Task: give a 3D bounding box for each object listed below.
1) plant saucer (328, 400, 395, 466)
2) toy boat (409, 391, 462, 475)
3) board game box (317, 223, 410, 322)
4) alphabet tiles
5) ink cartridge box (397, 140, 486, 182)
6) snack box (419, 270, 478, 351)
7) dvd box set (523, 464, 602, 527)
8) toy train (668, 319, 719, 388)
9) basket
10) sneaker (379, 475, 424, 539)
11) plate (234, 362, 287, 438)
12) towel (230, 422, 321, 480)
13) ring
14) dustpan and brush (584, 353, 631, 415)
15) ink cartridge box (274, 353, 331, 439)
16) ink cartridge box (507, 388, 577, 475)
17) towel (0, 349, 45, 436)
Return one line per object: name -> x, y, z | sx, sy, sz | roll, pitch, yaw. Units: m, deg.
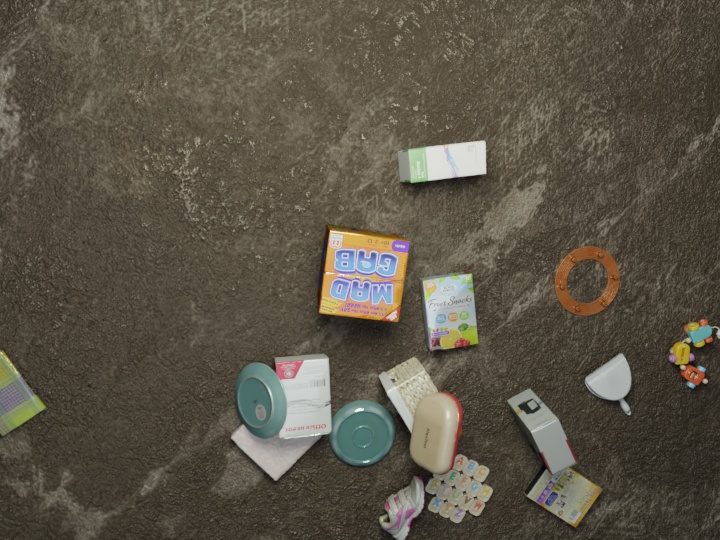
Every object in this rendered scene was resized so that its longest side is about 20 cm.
plant saucer -> 0.006, 0.472, 1.550 | 0.197, 0.027, 0.203 | -1, 100, -7
toy boat -> 0.214, 0.415, 1.402 | 0.130, 0.130, 0.203 | 3, 98, -44
board game box -> 0.000, 0.000, 1.384 | 0.197, 0.200, 0.203 | 7, 98, -7
alphabet tiles -> 0.294, 0.655, 1.619 | 0.198, 0.015, 0.197 | 28, 95, -10
ink cartridge box -> 0.207, -0.278, 1.391 | 0.197, 0.145, 0.085 | -7, 101, -6
snack box -> 0.246, 0.113, 1.506 | 0.140, 0.053, 0.203 | -8, 100, -6
dvd box set -> 0.617, 0.672, 1.650 | 0.199, 0.029, 0.147 | 33, 94, -10
toy train -> 0.995, 0.240, 1.615 | 0.149, 0.056, 0.202 | 23, 99, -11
basket -> 0.155, 0.358, 1.494 | 0.123, 0.136, 0.201 | -32, 102, -3
sneaker -> 0.119, 0.684, 1.570 | 0.087, 0.081, 0.202 | 24, 95, -11
plate -> -0.273, 0.347, 1.434 | 0.198, 0.025, 0.203 | 1, 92, 36
towel -> -0.232, 0.458, 1.518 | 0.200, 0.032, 0.191 | -44, 100, 1
ring -> 0.656, 0.032, 1.558 | 0.197, 0.019, 0.203 | -1, 100, -7
dustpan and brush -> 0.762, 0.357, 1.611 | 0.139, 0.057, 0.201 | -34, 94, 1
ink cartridge box -> -0.156, 0.336, 1.461 | 0.143, 0.083, 0.203 | -2, 92, -14
ink cartridge box -> 0.503, 0.446, 1.516 | 0.082, 0.200, 0.147 | -27, 101, 1
towel -> -0.942, 0.318, 1.419 | 0.143, 0.023, 0.201 | -32, 102, -1
